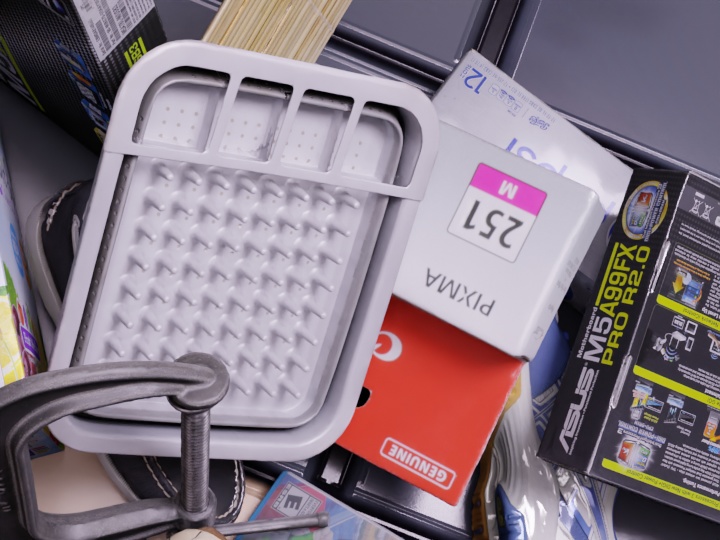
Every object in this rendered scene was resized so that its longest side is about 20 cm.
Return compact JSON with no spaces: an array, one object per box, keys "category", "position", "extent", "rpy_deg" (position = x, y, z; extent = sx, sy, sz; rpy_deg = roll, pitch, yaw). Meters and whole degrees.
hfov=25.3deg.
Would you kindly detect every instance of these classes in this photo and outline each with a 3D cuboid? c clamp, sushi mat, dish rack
[{"category":"c clamp","position":[-0.100,0.089,0.744],"extent":[0.170,0.200,0.027],"rpy_deg":[-12,59,-7]},{"category":"sushi mat","position":[-0.055,-0.099,0.793],"extent":[0.012,0.096,0.201],"rpy_deg":[31,91,29]},{"category":"dish rack","position":[-0.062,-0.008,0.766],"extent":[0.171,0.044,0.201],"rpy_deg":[7,108,-34]}]

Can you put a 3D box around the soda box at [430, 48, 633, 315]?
[{"category":"soda box","position":[0.116,-0.031,0.896],"extent":[0.200,0.063,0.068],"rpy_deg":[36,76,0]}]

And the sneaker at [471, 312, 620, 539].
[{"category":"sneaker","position":[0.105,0.085,0.873],"extent":[0.088,0.075,0.201],"rpy_deg":[-2,88,-17]}]

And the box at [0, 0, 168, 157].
[{"category":"box","position":[-0.170,-0.141,0.782],"extent":[0.193,0.200,0.048],"rpy_deg":[35,73,18]}]

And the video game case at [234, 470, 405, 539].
[{"category":"video game case","position":[-0.005,0.201,0.796],"extent":[0.199,0.018,0.143],"rpy_deg":[26,72,34]}]

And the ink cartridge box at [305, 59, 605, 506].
[{"category":"ink cartridge box","position":[0.000,0.000,0.834],"extent":[0.199,0.044,0.174],"rpy_deg":[26,88,17]}]

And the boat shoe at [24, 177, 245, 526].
[{"category":"boat shoe","position":[-0.107,0.046,0.829],"extent":[0.074,0.060,0.201],"rpy_deg":[-23,94,-39]}]

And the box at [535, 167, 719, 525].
[{"category":"box","position":[0.202,0.054,0.847],"extent":[0.199,0.044,0.161],"rpy_deg":[22,86,-31]}]

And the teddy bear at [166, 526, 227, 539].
[{"category":"teddy bear","position":[-0.104,0.170,0.730],"extent":[0.200,0.145,0.067],"rpy_deg":[-19,96,-45]}]

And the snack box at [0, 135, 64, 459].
[{"category":"snack box","position":[-0.201,-0.008,0.789],"extent":[0.067,0.169,0.201],"rpy_deg":[-13,81,-9]}]
